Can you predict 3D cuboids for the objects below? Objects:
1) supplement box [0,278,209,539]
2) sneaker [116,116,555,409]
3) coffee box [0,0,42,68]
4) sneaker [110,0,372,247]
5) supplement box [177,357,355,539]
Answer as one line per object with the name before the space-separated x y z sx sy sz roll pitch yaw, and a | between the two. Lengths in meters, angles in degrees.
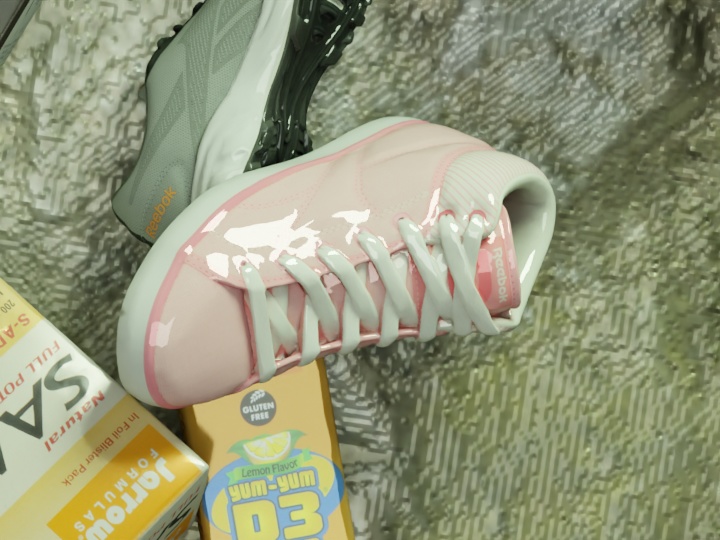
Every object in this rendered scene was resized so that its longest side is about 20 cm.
supplement box | -0.176 0.067 1.032 0.200 0.074 0.126 40 65 9
sneaker | 0.000 0.000 1.017 0.200 0.104 0.076 -33 129 -40
coffee box | -0.158 -0.178 1.057 0.113 0.080 0.201 31 91 -5
sneaker | -0.049 -0.098 1.074 0.079 0.074 0.201 18 85 25
supplement box | -0.035 0.120 1.090 0.066 0.069 0.201 -11 92 -5
